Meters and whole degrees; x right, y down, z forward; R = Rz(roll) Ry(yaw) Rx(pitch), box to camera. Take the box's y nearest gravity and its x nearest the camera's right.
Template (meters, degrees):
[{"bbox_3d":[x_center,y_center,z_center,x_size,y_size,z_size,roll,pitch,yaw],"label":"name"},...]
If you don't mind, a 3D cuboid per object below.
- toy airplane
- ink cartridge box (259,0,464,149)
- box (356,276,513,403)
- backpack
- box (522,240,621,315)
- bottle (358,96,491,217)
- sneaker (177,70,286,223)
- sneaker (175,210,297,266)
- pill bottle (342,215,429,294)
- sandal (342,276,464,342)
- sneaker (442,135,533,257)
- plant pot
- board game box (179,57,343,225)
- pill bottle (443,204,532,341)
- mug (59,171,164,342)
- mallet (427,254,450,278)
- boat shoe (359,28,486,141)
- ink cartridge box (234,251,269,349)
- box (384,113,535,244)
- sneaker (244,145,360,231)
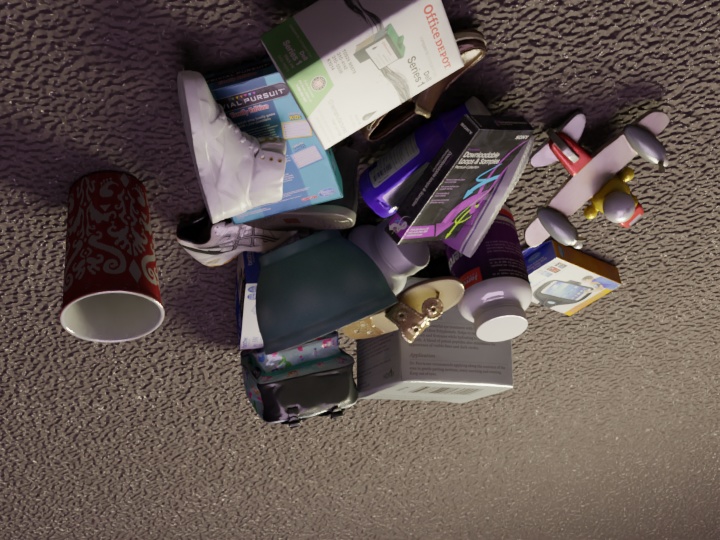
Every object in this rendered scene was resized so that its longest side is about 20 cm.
[{"bbox_3d":[0.333,-0.125,1.707,0.199,0.141,0.200,-10,132,-20],"label":"toy airplane"},{"bbox_3d":[0.006,-0.254,1.411,0.200,0.084,0.146,-31,147,1],"label":"ink cartridge box"},{"bbox_3d":[0.115,0.116,1.967,0.199,0.172,0.200,4,166,-21],"label":"box"},{"bbox_3d":[-0.110,0.162,2.021,0.177,0.151,0.200,-12,-170,-15],"label":"backpack"},{"bbox_3d":[0.326,0.012,2.027,0.200,0.042,0.119,17,140,-40],"label":"box"},{"bbox_3d":[0.089,-0.156,1.645,0.200,0.084,0.065,-38,115,18],"label":"bottle"},{"bbox_3d":[-0.151,-0.163,1.484,0.115,0.074,0.200,-16,124,-8],"label":"sneaker"},{"bbox_3d":[-0.172,-0.066,1.729,0.200,0.076,0.088,-24,146,21],"label":"sneaker"},{"bbox_3d":[0.000,0.000,1.842,0.200,0.120,0.120,-32,142,32],"label":"pill bottle"},{"bbox_3d":[0.063,0.078,1.777,0.212,0.070,0.078,-21,138,31],"label":"sandal"},{"bbox_3d":[0.157,-0.127,1.725,0.201,0.114,0.073,-59,169,19],"label":"sneaker"},{"bbox_3d":[-0.065,0.019,1.705,0.200,0.134,0.200,-23,-179,0],"label":"plant pot"},{"bbox_3d":[-0.122,-0.165,1.547,0.151,0.047,0.200,-14,127,7],"label":"board game box"},{"bbox_3d":[0.190,0.000,1.815,0.112,0.200,0.113,-7,148,-4],"label":"pill bottle"},{"bbox_3d":[-0.355,-0.015,1.643,0.177,0.200,0.133,-22,147,21],"label":"mug"},{"bbox_3d":[0.176,0.022,2.010,0.066,0.041,0.200,-21,151,19],"label":"mallet"},{"bbox_3d":[0.078,-0.225,1.531,0.202,0.075,0.075,-29,158,32],"label":"boat shoe"},{"bbox_3d":[-0.165,0.033,1.873,0.044,0.094,0.200,-3,148,-10],"label":"ink cartridge box"},{"bbox_3d":[0.132,-0.121,1.621,0.143,0.036,0.200,-8,139,-51],"label":"box"},{"bbox_3d":[-0.095,-0.115,1.669,0.200,0.106,0.075,3,160,15],"label":"sneaker"}]
